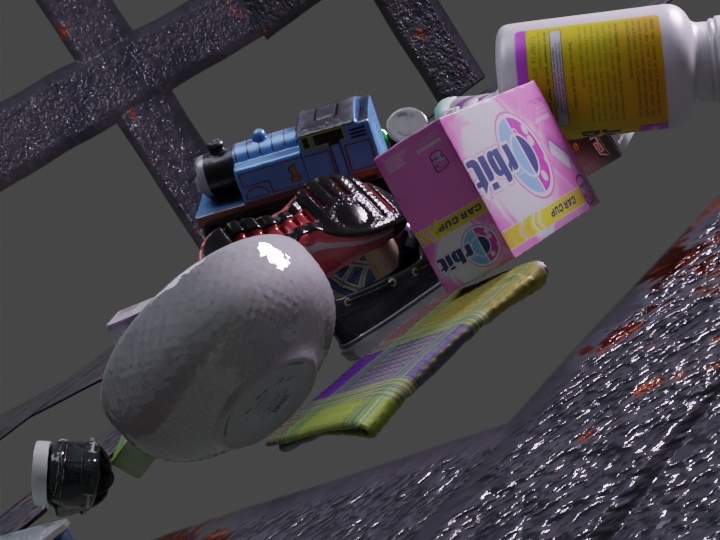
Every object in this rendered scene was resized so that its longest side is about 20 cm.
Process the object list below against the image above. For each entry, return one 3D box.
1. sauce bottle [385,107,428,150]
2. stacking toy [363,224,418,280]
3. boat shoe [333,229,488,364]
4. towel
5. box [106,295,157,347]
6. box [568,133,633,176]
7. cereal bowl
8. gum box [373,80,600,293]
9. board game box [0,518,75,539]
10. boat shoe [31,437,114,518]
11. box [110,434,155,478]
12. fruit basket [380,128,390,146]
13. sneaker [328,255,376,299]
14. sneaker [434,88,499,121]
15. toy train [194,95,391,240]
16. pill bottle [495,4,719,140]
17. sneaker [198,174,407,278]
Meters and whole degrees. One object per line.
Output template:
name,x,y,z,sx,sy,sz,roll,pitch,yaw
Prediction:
sauce bottle,0.056,-0.092,1.465,0.065,0.065,0.200,-34,-25,-6
stacking toy,0.100,-0.050,1.312,0.199,0.086,0.085,-29,6,-9
boat shoe,0.051,-0.004,1.225,0.200,0.066,0.070,-36,7,-18
towel,0.036,0.061,1.032,0.200,0.023,0.143,-39,9,-33
box,-0.147,0.029,1.407,0.199,0.039,0.041,-22,15,16
box,0.196,-0.121,1.459,0.158,0.048,0.200,-30,8,27
cereal bowl,-0.094,0.073,1.125,0.200,0.083,0.200,-35,-28,-21
gum box,0.105,-0.070,1.141,0.066,0.114,0.200,-29,0,32
board game box,-0.345,0.283,1.218,0.200,0.026,0.200,-39,9,-35
boat shoe,-0.251,0.187,1.323,0.060,0.076,0.200,3,-5,-3
box,-0.151,0.075,1.311,0.200,0.036,0.145,-53,13,39
fruit basket,-0.006,-0.063,1.661,0.215,0.156,0.216,-38,-10,-8
sneaker,0.000,0.000,1.397,0.200,0.077,0.076,-34,8,6
sneaker,0.144,-0.147,1.405,0.139,0.078,0.200,-30,17,13
toy train,-0.061,-0.082,1.347,0.199,0.115,0.087,-15,23,10
pill bottle,0.218,-0.167,1.246,0.199,0.105,0.104,-6,13,11
sneaker,-0.052,-0.015,1.230,0.199,0.074,0.087,-22,-34,-29
